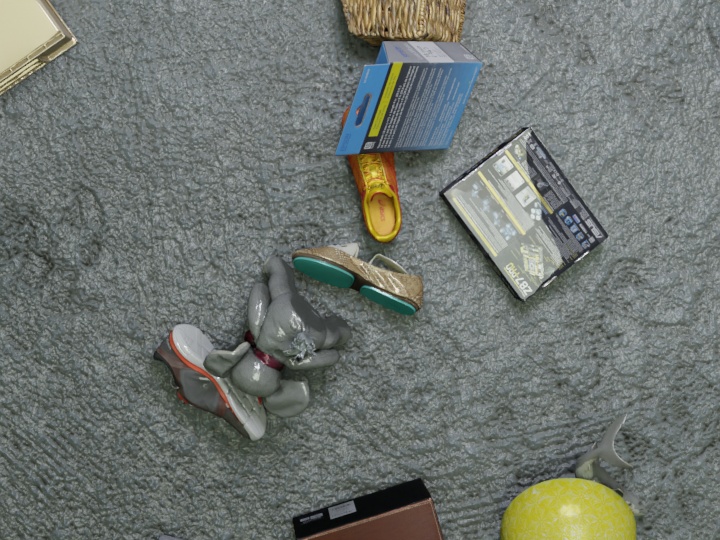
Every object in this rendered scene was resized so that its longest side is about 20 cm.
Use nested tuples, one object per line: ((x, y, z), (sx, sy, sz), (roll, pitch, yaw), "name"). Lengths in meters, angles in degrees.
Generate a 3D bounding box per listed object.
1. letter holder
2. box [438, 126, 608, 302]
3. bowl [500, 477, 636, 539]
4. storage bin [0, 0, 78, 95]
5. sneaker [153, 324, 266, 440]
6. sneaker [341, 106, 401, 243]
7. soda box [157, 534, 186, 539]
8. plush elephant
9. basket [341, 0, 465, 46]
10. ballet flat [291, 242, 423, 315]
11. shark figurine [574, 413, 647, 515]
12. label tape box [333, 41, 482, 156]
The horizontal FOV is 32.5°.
((0.019, 0.405, 1.776), (0.200, 0.101, 0.143), (-17, 98, -4), "letter holder")
((0.236, -0.080, 1.783), (0.161, 0.049, 0.200), (-38, 98, -4), "box")
((0.298, 0.406, 1.762), (0.200, 0.108, 0.201), (2, 121, 4), "bowl")
((-0.523, -0.337, 1.657), (0.198, 0.094, 0.200), (-35, 98, -2), "storage bin")
((-0.215, 0.167, 1.756), (0.082, 0.077, 0.200), (-36, 97, 25), "sneaker")
((0.023, -0.138, 1.741), (0.073, 0.077, 0.200), (-17, 95, -3), "sneaker")
((-0.286, 0.485, 1.764), (0.063, 0.068, 0.200), (16, 94, -7), "soda box")
((-0.120, 0.110, 1.713), (0.155, 0.200, 0.165), (-42, 106, 17), "plush elephant")
((0.061, -0.411, 1.730), (0.142, 0.149, 0.201), (7, 95, 26), "basket")
((0.000, 0.000, 1.765), (0.200, 0.071, 0.065), (24, 65, -10), "ballet flat")
((0.346, 0.281, 1.801), (0.128, 0.215, 0.090), (2, 53, 21), "shark figurine")
((0.051, -0.233, 1.668), (0.200, 0.063, 0.144), (-7, 132, -35), "label tape box")
